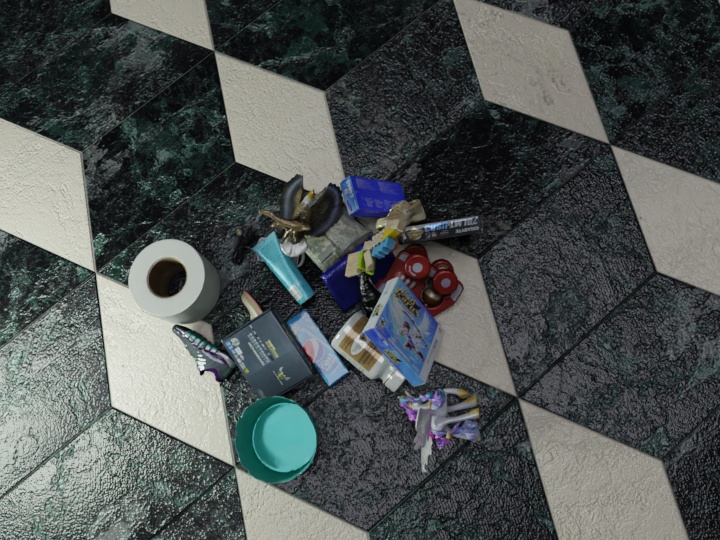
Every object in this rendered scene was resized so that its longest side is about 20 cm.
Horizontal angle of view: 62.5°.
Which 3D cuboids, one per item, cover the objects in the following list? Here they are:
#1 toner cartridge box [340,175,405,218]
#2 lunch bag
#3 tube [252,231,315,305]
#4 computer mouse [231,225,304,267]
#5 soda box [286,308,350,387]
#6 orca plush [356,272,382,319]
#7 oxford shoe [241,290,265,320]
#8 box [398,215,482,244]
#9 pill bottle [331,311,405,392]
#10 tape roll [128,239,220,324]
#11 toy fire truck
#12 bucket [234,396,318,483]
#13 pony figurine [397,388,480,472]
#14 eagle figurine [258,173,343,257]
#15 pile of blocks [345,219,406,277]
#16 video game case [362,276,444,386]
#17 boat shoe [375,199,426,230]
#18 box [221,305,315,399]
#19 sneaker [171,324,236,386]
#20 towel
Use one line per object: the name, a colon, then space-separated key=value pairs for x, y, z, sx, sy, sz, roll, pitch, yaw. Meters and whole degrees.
toner cartridge box: x=0.040 y=-0.189 z=1.565 sx=0.043 sy=0.199 sz=0.096 roll=-30 pitch=70 yaw=40
lunch bag: x=-0.081 y=-0.104 z=1.569 sx=0.168 sy=0.139 sz=0.200 roll=-42 pitch=76 yaw=0
tube: x=-0.200 y=-0.002 z=1.576 sx=0.077 sy=0.050 sz=0.201 roll=-37 pitch=90 yaw=8
computer mouse: x=-0.246 y=-0.052 z=1.614 sx=0.198 sy=0.044 sz=0.111 roll=13 pitch=101 yaw=2
soda box: x=-0.109 y=0.201 z=1.534 sx=0.064 sy=0.068 sz=0.200 roll=-36 pitch=77 yaw=-5
orca plush: x=0.046 y=0.094 z=1.500 sx=0.104 sy=0.071 sz=0.201 roll=-7 pitch=118 yaw=20
oxford shoe: x=-0.269 y=0.147 z=1.558 sx=0.075 sy=0.070 sz=0.201 roll=-33 pitch=76 yaw=-2
box: x=0.196 y=-0.103 z=1.520 sx=0.198 sy=0.199 sz=0.050 roll=-10 pitch=94 yaw=0
pill bottle: x=0.034 y=0.208 z=1.497 sx=0.200 sy=0.114 sz=0.115 roll=39 pitch=82 yaw=7
tape roll: x=-0.485 y=0.033 z=1.564 sx=0.201 sy=0.139 sz=0.204 roll=-1 pitch=77 yaw=4
toy fire truck: x=0.154 y=0.040 z=1.537 sx=0.199 sy=0.112 sz=0.169 roll=30 pitch=106 yaw=-8
bucket: x=-0.197 y=0.411 z=1.453 sx=0.205 sy=0.135 sz=0.209 roll=-1 pitch=76 yaw=4
pony figurine: x=0.189 y=0.371 z=1.446 sx=0.198 sy=0.167 sz=0.194 roll=-3 pitch=44 yaw=7
eagle figurine: x=-0.137 y=-0.146 z=1.462 sx=0.150 sy=0.200 sz=0.152 roll=-25 pitch=109 yaw=24
pile of blocks: x=0.048 y=-0.041 z=1.423 sx=0.200 sy=0.062 sz=0.083 roll=-41 pitch=41 yaw=31
video game case: x=0.112 y=0.148 z=1.451 sx=0.200 sy=0.045 sz=0.182 roll=48 pitch=42 yaw=-19
boat shoe: x=0.101 y=-0.146 z=1.531 sx=0.072 sy=0.199 sz=0.065 roll=-8 pitch=98 yaw=39
box: x=-0.231 y=0.215 z=1.501 sx=0.157 sy=0.051 sz=0.201 roll=-31 pitch=95 yaw=10
sneaker: x=-0.423 y=0.219 z=1.550 sx=0.199 sy=0.074 sz=0.088 roll=30 pitch=85 yaw=10
towel: x=0.000 y=0.000 z=1.546 sx=0.200 sy=0.148 sz=0.050 roll=-37 pitch=42 yaw=-9
